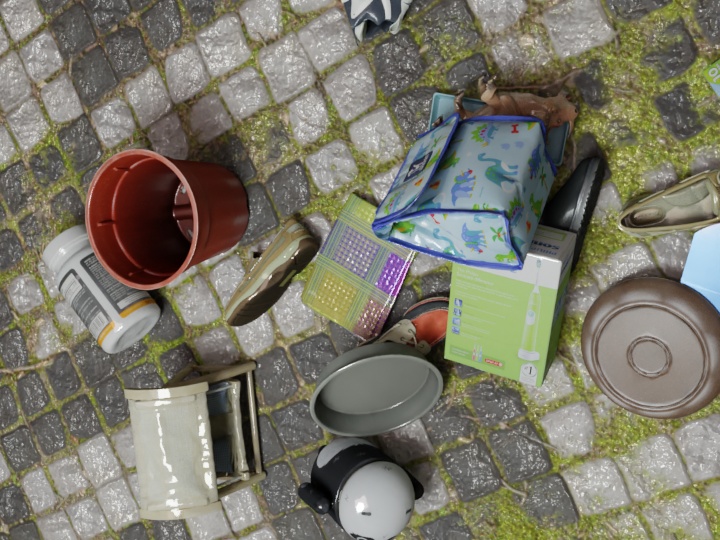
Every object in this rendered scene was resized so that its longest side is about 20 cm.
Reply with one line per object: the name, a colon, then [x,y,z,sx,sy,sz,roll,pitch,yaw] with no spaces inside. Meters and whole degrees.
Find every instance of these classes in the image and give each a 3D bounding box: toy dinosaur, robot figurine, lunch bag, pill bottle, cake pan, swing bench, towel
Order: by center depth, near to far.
lunch bag: [0.128,-0.105,1.182,0.198,0.171,0.128,5,142,32]
toy dinosaur: [0.184,-0.187,1.253,0.199,0.086,0.136,-34,104,35]
cake pan: [0.021,0.172,1.352,0.199,0.199,0.037,-36,45,24]
robot figurine: [0.000,0.323,1.377,0.150,0.200,0.125,-42,114,-13]
towel: [0.000,0.000,1.410,0.143,0.023,0.202,30,108,16]
swing bench: [-0.256,0.262,1.465,0.128,0.200,0.202,-3,97,23]
pill bottle: [-0.434,0.029,1.555,0.116,0.116,0.201,-44,79,23]

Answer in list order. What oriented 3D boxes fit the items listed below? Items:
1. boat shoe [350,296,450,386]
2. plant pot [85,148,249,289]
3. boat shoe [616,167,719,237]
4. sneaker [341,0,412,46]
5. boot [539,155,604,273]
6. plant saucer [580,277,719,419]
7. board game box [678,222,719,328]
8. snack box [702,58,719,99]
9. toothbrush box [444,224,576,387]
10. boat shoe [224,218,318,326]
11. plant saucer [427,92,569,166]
boat shoe: [0.062,0.108,1.368,0.199,0.063,0.072,-31,102,20]
plant pot: [-0.280,-0.087,1.425,0.198,0.195,0.204,4,100,23]
boat shoe: [0.427,-0.086,1.186,0.198,0.063,0.074,-12,93,23]
sneaker: [-0.018,-0.391,1.325,0.196,0.079,0.131,15,95,10]
boot: [0.217,-0.102,1.278,0.198,0.065,0.167,22,109,23]
plant saucer: [0.386,0.110,1.234,0.198,0.032,0.203,11,113,27]
board game box: [0.491,0.031,1.190,0.156,0.039,0.203,18,115,23]
snack box: [0.537,-0.240,1.113,0.199,0.053,0.143,-37,73,25]
toothbrush box: [0.200,0.038,1.262,0.144,0.086,0.202,15,125,21]
boat shoe: [-0.150,0.002,1.460,0.200,0.071,0.076,-44,66,16]
plant saucer: [0.191,-0.198,1.299,0.197,0.019,0.071,14,103,20]
